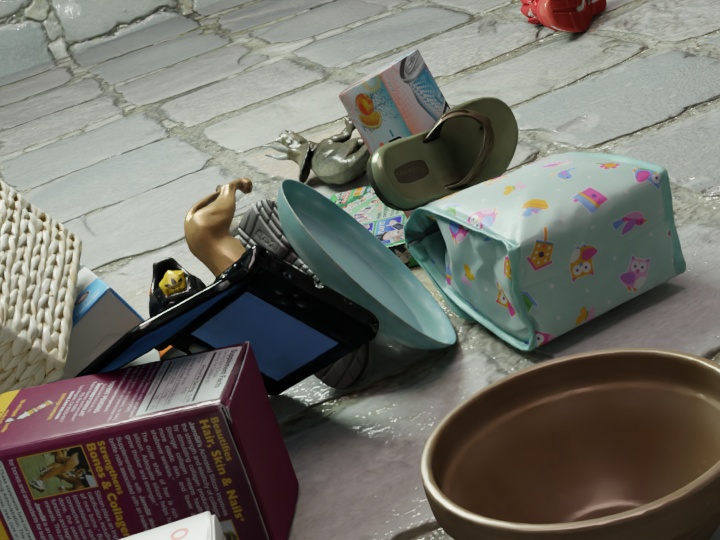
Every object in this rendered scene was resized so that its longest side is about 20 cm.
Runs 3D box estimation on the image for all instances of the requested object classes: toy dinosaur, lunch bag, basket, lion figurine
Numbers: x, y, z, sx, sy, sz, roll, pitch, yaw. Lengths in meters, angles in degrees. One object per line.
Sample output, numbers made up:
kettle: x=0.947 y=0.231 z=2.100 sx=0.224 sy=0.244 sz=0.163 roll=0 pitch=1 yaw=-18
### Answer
toy dinosaur: x=-0.019 y=-0.133 z=1.663 sx=0.102 sy=0.077 sz=0.200 roll=-39 pitch=34 yaw=-21
lunch bag: x=0.150 y=-0.031 z=1.191 sx=0.170 sy=0.122 sz=0.200 roll=-26 pitch=24 yaw=-19
basket: x=-0.368 y=0.037 z=1.218 sx=0.198 sy=0.161 sz=0.200 roll=-39 pitch=33 yaw=22
lion figurine: x=-0.118 y=-0.009 z=1.325 sx=0.122 sy=0.072 sz=0.200 roll=-21 pitch=53 yaw=-41

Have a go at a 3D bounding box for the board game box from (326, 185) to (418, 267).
board game box: x=0.000 y=-0.043 z=1.459 sx=0.135 sy=0.029 sz=0.200 roll=-13 pitch=22 yaw=11

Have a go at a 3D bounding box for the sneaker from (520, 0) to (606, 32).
sneaker: x=0.280 y=-0.381 z=2.046 sx=0.115 sy=0.078 sz=0.200 roll=-12 pitch=8 yaw=35

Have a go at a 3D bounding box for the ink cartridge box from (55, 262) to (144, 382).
ink cartridge box: x=-0.288 y=0.054 z=1.333 sx=0.116 sy=0.068 sz=0.200 roll=-47 pitch=29 yaw=-9

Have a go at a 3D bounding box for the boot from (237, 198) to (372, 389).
boot: x=-0.018 y=0.024 z=1.229 sx=0.070 sy=0.200 sz=0.132 roll=-37 pitch=-29 yaw=19

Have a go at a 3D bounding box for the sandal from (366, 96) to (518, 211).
sandal: x=0.087 y=-0.108 z=1.247 sx=0.201 sy=0.080 sz=0.057 roll=-32 pitch=-4 yaw=-45

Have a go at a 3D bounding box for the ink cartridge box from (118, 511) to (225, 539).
ink cartridge box: x=-0.167 y=0.239 z=0.816 sx=0.200 sy=0.083 sz=0.147 roll=-17 pitch=22 yaw=0

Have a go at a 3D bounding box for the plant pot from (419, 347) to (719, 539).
plant pot: x=0.142 y=0.134 z=0.832 sx=0.201 sy=0.093 sz=0.201 roll=-14 pitch=20 yaw=5

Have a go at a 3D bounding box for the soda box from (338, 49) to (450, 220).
soda box: x=0.064 y=-0.104 z=1.319 sx=0.064 sy=0.200 sz=0.068 roll=-19 pitch=14 yaw=46

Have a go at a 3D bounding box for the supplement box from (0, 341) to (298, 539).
supplement box: x=-0.161 y=0.144 z=0.980 sx=0.200 sy=0.131 sz=0.103 roll=-12 pitch=22 yaw=11

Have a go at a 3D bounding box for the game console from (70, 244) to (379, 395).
game console: x=-0.114 y=0.071 z=1.066 sx=0.200 sy=0.176 sz=0.116 roll=-33 pitch=31 yaw=55

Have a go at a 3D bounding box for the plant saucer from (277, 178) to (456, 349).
plant saucer: x=0.000 y=0.000 z=1.171 sx=0.027 sy=0.200 sz=0.200 roll=-47 pitch=18 yaw=11

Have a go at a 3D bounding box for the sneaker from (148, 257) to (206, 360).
sneaker: x=-0.162 y=0.048 z=1.271 sx=0.070 sy=0.090 sz=0.200 roll=-21 pitch=21 yaw=-11
